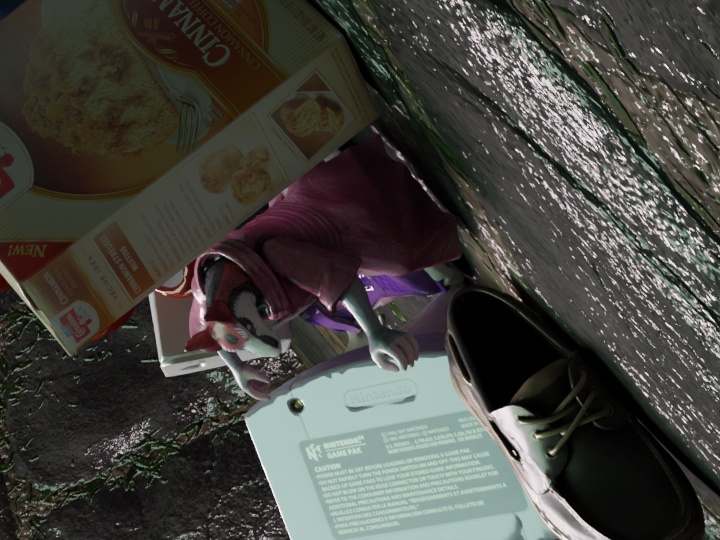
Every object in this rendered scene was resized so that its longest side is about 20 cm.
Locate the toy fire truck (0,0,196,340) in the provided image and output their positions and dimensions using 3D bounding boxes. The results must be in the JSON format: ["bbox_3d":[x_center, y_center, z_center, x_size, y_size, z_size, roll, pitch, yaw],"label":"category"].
[{"bbox_3d":[-0.161,-0.065,1.504,0.200,0.112,0.168,17,115,31],"label":"toy fire truck"}]

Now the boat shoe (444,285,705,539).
[{"bbox_3d":[0.101,0.081,1.399,0.200,0.074,0.073,44,173,39],"label":"boat shoe"}]

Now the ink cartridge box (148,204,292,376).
[{"bbox_3d":[-0.096,-0.042,1.645,0.146,0.084,0.200,120,141,-86],"label":"ink cartridge box"}]

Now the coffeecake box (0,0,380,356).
[{"bbox_3d":[-0.118,-0.079,1.360,0.154,0.200,0.073,46,170,36],"label":"coffeecake box"}]

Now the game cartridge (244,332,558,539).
[{"bbox_3d":[0.034,0.105,1.564,0.042,0.200,0.133,-32,-74,-57],"label":"game cartridge"}]

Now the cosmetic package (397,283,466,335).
[{"bbox_3d":[0.044,0.076,1.698,0.085,0.108,0.200,49,174,2],"label":"cosmetic package"}]

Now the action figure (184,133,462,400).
[{"bbox_3d":[-0.031,-0.014,1.388,0.200,0.134,0.149,-31,-77,-56],"label":"action figure"}]

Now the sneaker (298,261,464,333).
[{"bbox_3d":[0.000,0.000,1.613,0.081,0.088,0.200,51,174,-6],"label":"sneaker"}]

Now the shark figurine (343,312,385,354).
[{"bbox_3d":[-0.052,-0.012,1.834,0.215,0.089,0.128,64,-178,8],"label":"shark figurine"}]
